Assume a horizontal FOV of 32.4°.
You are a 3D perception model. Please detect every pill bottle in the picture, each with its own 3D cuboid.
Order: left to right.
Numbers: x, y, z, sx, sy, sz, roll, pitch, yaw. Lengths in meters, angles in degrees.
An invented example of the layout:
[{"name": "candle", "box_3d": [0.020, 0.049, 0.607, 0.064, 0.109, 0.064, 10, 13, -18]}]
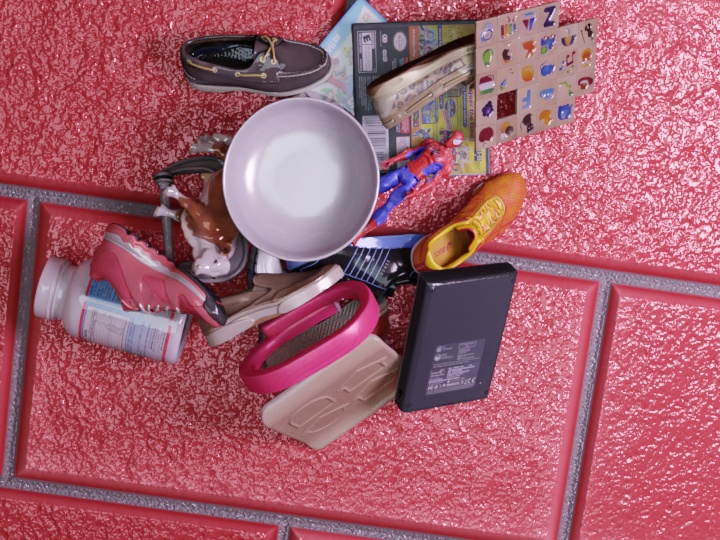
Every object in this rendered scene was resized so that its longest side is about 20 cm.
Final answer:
[{"name": "pill bottle", "box_3d": [-0.324, 0.047, 1.642, 0.197, 0.109, 0.110, 16, 98, -2]}]

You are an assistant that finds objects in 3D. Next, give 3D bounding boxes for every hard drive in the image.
[{"name": "hard drive", "box_3d": [0.125, 0.088, 1.625, 0.137, 0.033, 0.203, -6, 124, -26]}]

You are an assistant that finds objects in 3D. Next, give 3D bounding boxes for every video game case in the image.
[{"name": "video game case", "box_3d": [0.027, -0.241, 1.644, 0.200, 0.018, 0.143, 41, 97, -6]}, {"name": "video game case", "box_3d": [0.080, -0.224, 1.626, 0.177, 0.026, 0.204, -2, 98, 0]}]

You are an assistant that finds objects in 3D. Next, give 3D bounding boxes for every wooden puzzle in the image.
[{"name": "wooden puzzle", "box_3d": [-0.030, 0.155, 1.637, 0.184, 0.200, 0.047, -36, 64, 4]}]

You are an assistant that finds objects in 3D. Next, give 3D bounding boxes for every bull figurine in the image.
[{"name": "bull figurine", "box_3d": [-0.191, -0.087, 1.598, 0.120, 0.065, 0.202, 30, 66, -7]}]

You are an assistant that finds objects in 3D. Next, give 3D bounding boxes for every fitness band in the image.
[{"name": "fitness band", "box_3d": [-0.067, 0.085, 1.573, 0.198, 0.144, 0.038, -31, 116, 1]}]

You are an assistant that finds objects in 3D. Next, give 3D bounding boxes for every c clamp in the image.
[{"name": "c clamp", "box_3d": [-0.230, -0.058, 1.622, 0.168, 0.027, 0.204, 2, 73, -12]}]

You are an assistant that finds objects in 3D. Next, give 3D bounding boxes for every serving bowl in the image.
[{"name": "serving bowl", "box_3d": [-0.072, -0.113, 1.557, 0.196, 0.066, 0.204, 0, 91, 4]}]

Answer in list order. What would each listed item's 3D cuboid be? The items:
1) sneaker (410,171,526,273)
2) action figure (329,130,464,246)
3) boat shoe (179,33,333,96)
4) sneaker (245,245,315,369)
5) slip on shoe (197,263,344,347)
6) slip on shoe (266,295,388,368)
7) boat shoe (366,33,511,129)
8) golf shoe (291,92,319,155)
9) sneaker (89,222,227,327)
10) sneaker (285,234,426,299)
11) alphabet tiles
[{"name": "sneaker", "box_3d": [0.154, -0.057, 1.624, 0.200, 0.077, 0.073, -43, 103, -19]}, {"name": "action figure", "box_3d": [0.054, -0.114, 1.594, 0.199, 0.052, 0.066, -38, 68, -3]}, {"name": "boat shoe", "box_3d": [-0.135, -0.270, 1.600, 0.197, 0.061, 0.073, -2, 64, 5]}, {"name": "sneaker", "box_3d": [-0.105, 0.047, 1.671, 0.086, 0.075, 0.203, -12, 105, -10]}, {"name": "slip on shoe", "box_3d": [-0.118, 0.030, 1.590, 0.198, 0.076, 0.061, -26, 92, 10]}, {"name": "slip on shoe", "box_3d": [-0.038, 0.102, 1.640, 0.199, 0.074, 0.062, -32, 120, -27]}, {"name": "boat shoe", "box_3d": [0.107, -0.248, 1.577, 0.197, 0.073, 0.063, -23, 106, 6]}, {"name": "golf shoe", "box_3d": [-0.087, -0.131, 1.635, 0.095, 0.078, 0.204, -8, 98, 7]}, {"name": "sneaker", "box_3d": [-0.255, 0.027, 1.556, 0.199, 0.074, 0.087, 34, 87, 14]}, {"name": "sneaker", "box_3d": [0.000, 0.000, 1.640, 0.196, 0.070, 0.079, -5, 81, -8]}, {"name": "alphabet tiles", "box_3d": [0.225, -0.256, 1.584, 0.198, 0.008, 0.170, -19, 121, -28]}]
